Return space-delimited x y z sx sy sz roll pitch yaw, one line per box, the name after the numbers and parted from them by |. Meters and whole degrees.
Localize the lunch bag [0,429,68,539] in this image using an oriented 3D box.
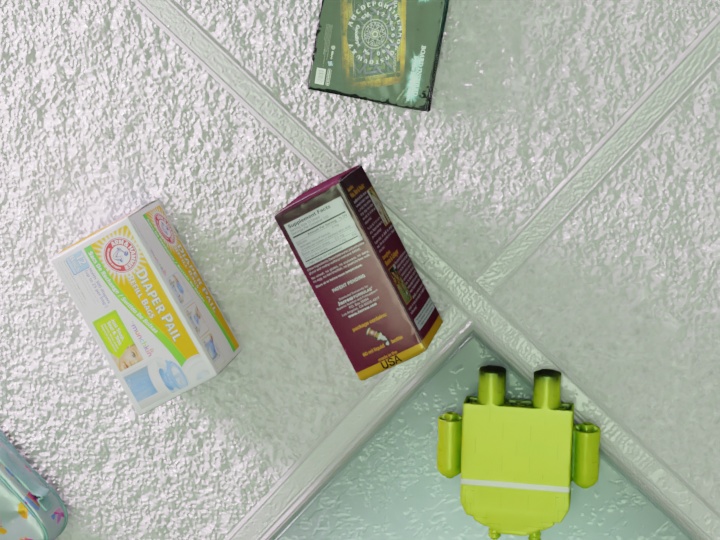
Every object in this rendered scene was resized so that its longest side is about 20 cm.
-0.450 0.279 1.741 0.160 0.077 0.200 -42 92 16 | lunch bag

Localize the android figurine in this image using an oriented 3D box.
0.173 0.206 1.610 0.180 0.041 0.202 1 103 11 | android figurine

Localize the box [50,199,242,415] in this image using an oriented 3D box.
-0.236 0.039 1.624 0.112 0.101 0.201 -28 96 17 | box

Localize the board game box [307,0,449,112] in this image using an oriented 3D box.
0.025 -0.277 1.531 0.134 0.028 0.202 12 105 8 | board game box

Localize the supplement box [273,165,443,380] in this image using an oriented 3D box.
0.000 0.000 1.560 0.085 0.110 0.201 -26 96 17 | supplement box
